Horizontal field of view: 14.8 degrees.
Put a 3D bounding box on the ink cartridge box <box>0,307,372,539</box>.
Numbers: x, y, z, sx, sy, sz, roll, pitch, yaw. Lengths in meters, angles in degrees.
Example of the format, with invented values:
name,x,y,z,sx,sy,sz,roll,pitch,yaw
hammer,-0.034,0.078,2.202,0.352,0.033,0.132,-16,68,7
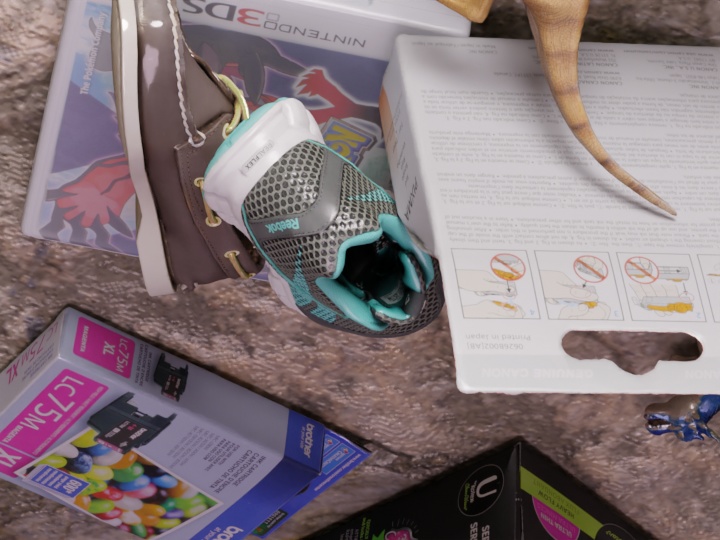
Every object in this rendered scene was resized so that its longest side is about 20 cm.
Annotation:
name,x,y,z,sx,sy,sz,roll,pitch,yaw
ink cartridge box,-0.106,0.100,1.511,0.199,0.042,0.119,24,137,-26

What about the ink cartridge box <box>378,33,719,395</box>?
name,x,y,z,sx,sy,sz,roll,pitch,yaw
ink cartridge box,0.101,-0.015,1.210,0.161,0.201,0.050,1,143,-13

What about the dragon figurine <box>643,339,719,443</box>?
name,x,y,z,sx,sy,sz,roll,pitch,yaw
dragon figurine,0.221,0.026,1.381,0.199,0.059,0.099,-19,136,26

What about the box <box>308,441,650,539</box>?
name,x,y,z,sx,sy,sz,roll,pitch,yaw
box,0.058,0.212,1.568,0.199,0.125,0.148,-28,132,34

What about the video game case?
name,x,y,z,sx,sy,sz,roll,pitch,yaw
video game case,-0.059,-0.068,1.316,0.181,0.023,0.200,11,140,-8

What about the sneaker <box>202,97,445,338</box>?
name,x,y,z,sx,sy,sz,roll,pitch,yaw
sneaker,0.000,0.000,1.271,0.078,0.091,0.200,-47,150,3

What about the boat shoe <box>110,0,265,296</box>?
name,x,y,z,sx,sy,sz,roll,pitch,yaw
boat shoe,-0.078,-0.059,1.260,0.059,0.072,0.201,-4,143,0

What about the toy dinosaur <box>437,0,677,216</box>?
name,x,y,z,sx,sy,sz,roll,pitch,yaw
toy dinosaur,0.078,-0.120,1.163,0.106,0.060,0.201,16,118,34
